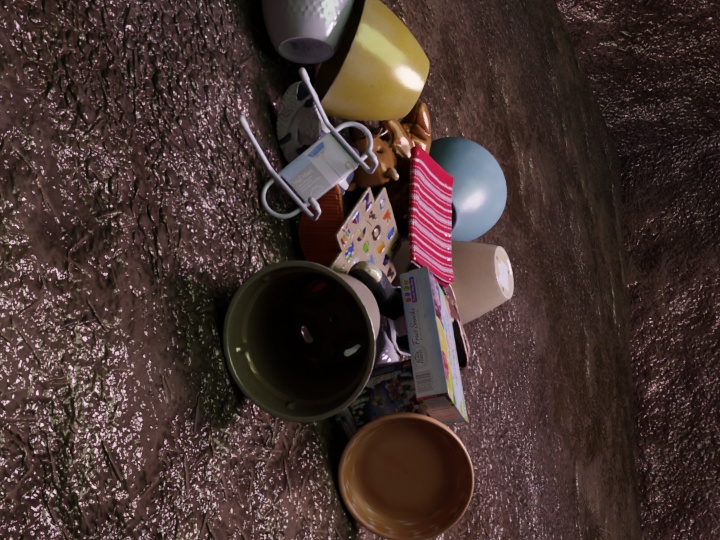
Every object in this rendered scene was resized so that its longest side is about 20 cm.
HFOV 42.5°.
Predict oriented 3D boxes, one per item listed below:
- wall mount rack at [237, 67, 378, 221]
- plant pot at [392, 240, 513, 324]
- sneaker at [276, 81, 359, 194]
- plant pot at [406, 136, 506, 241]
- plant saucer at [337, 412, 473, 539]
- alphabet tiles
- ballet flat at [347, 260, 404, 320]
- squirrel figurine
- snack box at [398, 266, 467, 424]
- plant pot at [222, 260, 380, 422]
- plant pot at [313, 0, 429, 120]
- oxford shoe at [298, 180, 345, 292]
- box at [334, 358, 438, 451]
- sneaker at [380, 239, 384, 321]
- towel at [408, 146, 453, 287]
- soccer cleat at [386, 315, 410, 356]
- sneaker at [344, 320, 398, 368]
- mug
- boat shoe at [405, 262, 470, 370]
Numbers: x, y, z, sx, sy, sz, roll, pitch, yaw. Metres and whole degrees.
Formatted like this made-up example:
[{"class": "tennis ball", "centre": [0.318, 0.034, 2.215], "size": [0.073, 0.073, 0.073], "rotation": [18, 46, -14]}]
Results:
[{"class": "wall mount rack", "centre": [-0.075, -0.175, 1.315], "size": [0.200, 0.075, 0.174], "rotation": [-41, 86, -18]}, {"class": "plant pot", "centre": [0.165, 0.023, 1.655], "size": [0.187, 0.198, 0.189], "rotation": [36, 48, -54]}, {"class": "sneaker", "centre": [-0.060, -0.195, 1.432], "size": [0.130, 0.079, 0.201], "rotation": [-39, 115, -62]}, {"class": "plant pot", "centre": [0.155, -0.128, 1.707], "size": [0.135, 0.198, 0.202], "rotation": [-45, 120, -55]}, {"class": "plant saucer", "centre": [0.066, 0.299, 1.356], "size": [0.037, 0.198, 0.202], "rotation": [-67, 140, -75]}, {"class": "alphabet tiles", "centre": [0.010, -0.022, 1.393], "size": [0.167, 0.006, 0.201], "rotation": [-57, 148, -29]}, {"class": "ballet flat", "centre": [0.027, 0.021, 1.373], "size": [0.057, 0.066, 0.200], "rotation": [-64, 158, -10]}, {"class": "squirrel figurine", "centre": [0.047, -0.163, 1.554], "size": [0.187, 0.140, 0.202], "rotation": [-58, 138, -64]}, {"class": "snack box", "centre": [0.109, 0.115, 1.383], "size": [0.142, 0.052, 0.202], "rotation": [56, 24, -61]}, {"class": "plant pot", "centre": [-0.057, 0.078, 1.229], "size": [0.183, 0.198, 0.203], "rotation": [-28, 104, -75]}, {"class": "plant pot", "centre": [0.024, -0.316, 1.464], "size": [0.141, 0.200, 0.202], "rotation": [23, 50, -15]}, {"class": "oxford shoe", "centre": [-0.046, -0.036, 1.387], "size": [0.073, 0.071, 0.203], "rotation": [-20, 115, -64]}, {"class": "box", "centre": [0.043, 0.244, 1.385], "size": [0.040, 0.135, 0.202], "rotation": [-65, 137, -74]}, {"class": "sneaker", "centre": [0.000, 0.000, 1.501], "size": [0.073, 0.084, 0.202], "rotation": [-92, 177, -56]}, {"class": "towel", "centre": [0.117, -0.088, 1.520], "size": [0.144, 0.022, 0.202], "rotation": [33, 53, -54]}, {"class": "soccer cleat", "centre": [0.076, 0.112, 1.544], "size": [0.201, 0.068, 0.086], "rotation": [77, 4, -60]}, {"class": "sneaker", "centre": [-0.003, 0.119, 1.438], "size": [0.200, 0.070, 0.081], "rotation": [1, 71, -70]}, {"class": "mug", "centre": [-0.080, -0.408, 1.433], "size": [0.200, 0.146, 0.178], "rotation": [97, -5, -75]}, {"class": "boat shoe", "centre": [0.134, 0.075, 1.550], "size": [0.072, 0.071, 0.202], "rotation": [-100, 170, -82]}]
